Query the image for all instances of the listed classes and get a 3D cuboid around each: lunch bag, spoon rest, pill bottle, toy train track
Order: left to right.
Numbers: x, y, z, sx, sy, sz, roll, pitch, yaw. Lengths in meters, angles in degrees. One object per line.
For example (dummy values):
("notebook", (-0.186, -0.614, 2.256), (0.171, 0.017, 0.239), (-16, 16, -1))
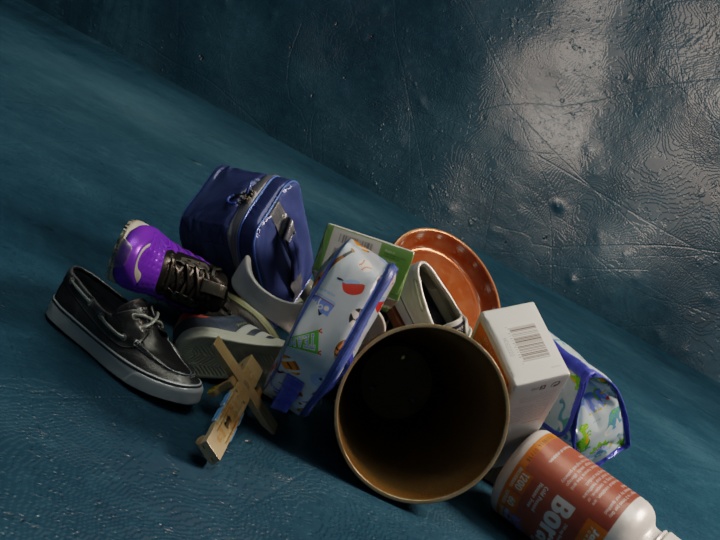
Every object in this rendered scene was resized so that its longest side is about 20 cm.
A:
("toy train track", (-0.135, 0.139, 0.981), (0.115, 0.032, 0.200), (58, 14, -12))
("lunch bag", (-0.134, -0.035, 1.254), (0.131, 0.201, 0.136), (14, 51, 19))
("spoon rest", (-0.061, 0.054, 1.174), (0.199, 0.100, 0.061), (27, 24, -16))
("lunch bag", (-0.036, 0.067, 0.996), (0.075, 0.161, 0.200), (28, -23, -1))
("lunch bag", (0.290, 0.175, 1.425), (0.170, 0.127, 0.201), (40, -25, 47))
("pill bottle", (0.252, 0.277, 1.090), (0.199, 0.113, 0.112), (34, 13, 29))

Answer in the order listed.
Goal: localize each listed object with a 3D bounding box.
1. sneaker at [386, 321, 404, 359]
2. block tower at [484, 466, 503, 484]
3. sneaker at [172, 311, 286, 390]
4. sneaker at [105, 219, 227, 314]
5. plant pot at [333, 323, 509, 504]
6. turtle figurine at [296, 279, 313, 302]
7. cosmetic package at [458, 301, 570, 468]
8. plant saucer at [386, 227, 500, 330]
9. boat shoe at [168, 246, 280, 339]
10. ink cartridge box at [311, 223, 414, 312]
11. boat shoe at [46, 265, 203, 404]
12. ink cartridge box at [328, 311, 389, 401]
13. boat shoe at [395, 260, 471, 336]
("sneaker", (0.007, 0.120, 1.342), (0.198, 0.083, 0.072), (-4, 47, -23))
("block tower", (0.154, 0.223, 1.245), (0.199, 0.058, 0.054), (29, 11, 15))
("sneaker", (-0.122, 0.091, 1.123), (0.199, 0.075, 0.085), (22, 17, -28))
("sneaker", (-0.190, 0.004, 1.035), (0.099, 0.070, 0.200), (20, -6, 13))
("plant pot", (0.053, 0.141, 1.110), (0.185, 0.188, 0.200), (26, 1, -8))
("turtle figurine", (-0.163, -0.001, 1.439), (0.194, 0.199, 0.144), (50, -8, 9))
("cosmetic package", (0.163, 0.139, 1.135), (0.070, 0.201, 0.102), (-10, 54, -17))
("plant saucer", (0.108, 0.039, 1.351), (0.199, 0.032, 0.202), (18, 57, -29))
("boat shoe", (-0.179, 0.057, 1.183), (0.199, 0.073, 0.065), (39, 41, 11))
("ink cartridge box", (0.000, 0.000, 1.170), (0.103, 0.060, 0.200), (19, -6, 0))
("boat shoe", (-0.234, 0.062, 1.003), (0.199, 0.068, 0.072), (33, 12, 23))
("ink cartridge box", (-0.025, 0.078, 1.282), (0.094, 0.037, 0.200), (29, 40, 7))
("boat shoe", (0.109, 0.082, 1.263), (0.073, 0.065, 0.201), (-32, 87, -42))
